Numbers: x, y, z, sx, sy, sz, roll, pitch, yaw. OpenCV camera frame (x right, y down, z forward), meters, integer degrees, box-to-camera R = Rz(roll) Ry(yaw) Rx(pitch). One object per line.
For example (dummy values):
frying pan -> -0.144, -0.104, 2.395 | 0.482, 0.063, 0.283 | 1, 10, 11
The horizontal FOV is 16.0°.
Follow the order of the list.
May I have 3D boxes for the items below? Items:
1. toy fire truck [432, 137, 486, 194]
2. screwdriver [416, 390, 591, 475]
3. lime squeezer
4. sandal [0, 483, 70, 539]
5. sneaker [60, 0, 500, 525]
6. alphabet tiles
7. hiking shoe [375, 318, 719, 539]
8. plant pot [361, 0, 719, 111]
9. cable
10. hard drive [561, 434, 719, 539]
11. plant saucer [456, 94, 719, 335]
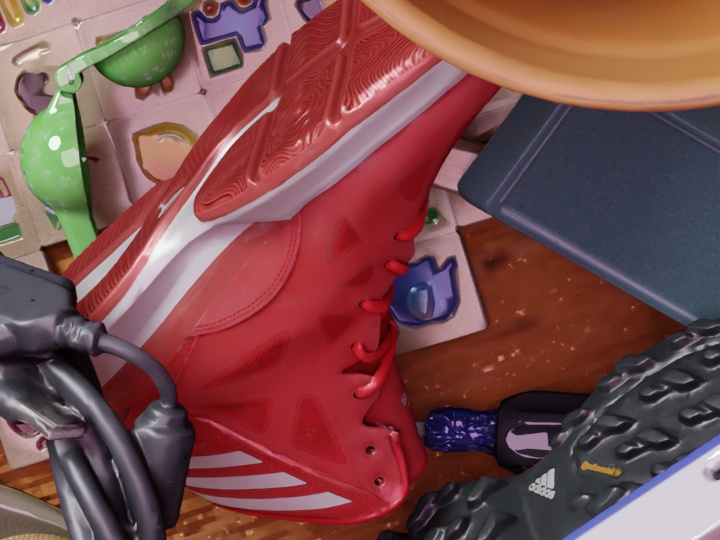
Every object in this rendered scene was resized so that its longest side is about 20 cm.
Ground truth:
toy fire truck -> 0.099, -0.058, 0.784 | 0.200, 0.049, 0.141 | 30, 96, 1
screwdriver -> 0.004, 0.051, 0.817 | 0.200, 0.029, 0.028 | 1, 95, 2
lime squeezer -> -0.065, -0.051, 0.806 | 0.071, 0.038, 0.200 | 24, 94, 10
sandal -> -0.101, 0.119, 0.825 | 0.200, 0.054, 0.080 | 17, 97, 5
sneaker -> 0.000, 0.000, 0.760 | 0.116, 0.078, 0.200 | 39, 126, -21
alphabet tiles -> -0.046, -0.042, 0.829 | 0.200, 0.008, 0.167 | -17, 93, 7
hiking shoe -> 0.095, 0.077, 0.779 | 0.200, 0.074, 0.087 | -29, 134, 24
plant pot -> 0.071, -0.145, 0.657 | 0.200, 0.140, 0.200 | 0, 98, 3
cable -> -0.125, 0.066, 0.766 | 0.200, 0.051, 0.163 | 15, 115, 39
hard drive -> 0.147, 0.097, 0.738 | 0.132, 0.200, 0.025 | -35, 48, 9
plant saucer -> 0.130, 0.002, 0.769 | 0.200, 0.019, 0.070 | 29, 117, -12
